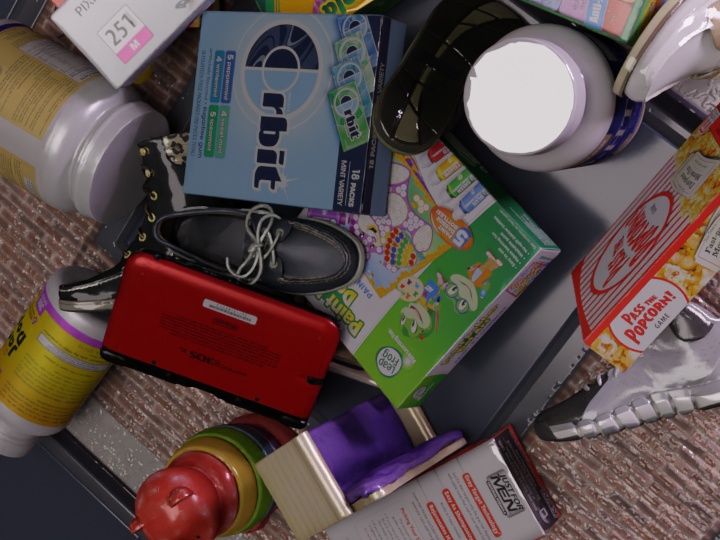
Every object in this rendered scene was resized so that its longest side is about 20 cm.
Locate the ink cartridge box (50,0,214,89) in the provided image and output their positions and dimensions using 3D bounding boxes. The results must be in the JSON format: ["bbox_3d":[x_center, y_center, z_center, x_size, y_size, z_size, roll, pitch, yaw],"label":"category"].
[{"bbox_3d":[-0.210,-0.297,1.237,0.200,0.044,0.174,-42,94,13],"label":"ink cartridge box"}]

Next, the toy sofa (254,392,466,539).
[{"bbox_3d":[0.006,0.162,1.213,0.098,0.200,0.083,-35,82,29],"label":"toy sofa"}]

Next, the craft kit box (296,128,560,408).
[{"bbox_3d":[0.042,-0.017,1.189,0.200,0.048,0.198,49,116,23],"label":"craft kit box"}]

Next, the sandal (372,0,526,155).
[{"bbox_3d":[0.070,-0.171,1.170,0.080,0.201,0.057,38,152,5],"label":"sandal"}]

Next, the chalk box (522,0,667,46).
[{"bbox_3d":[0.196,-0.256,1.081,0.124,0.200,0.125,27,106,18],"label":"chalk box"}]

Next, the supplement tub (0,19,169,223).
[{"bbox_3d":[-0.305,-0.146,1.338,0.200,0.145,0.146,30,107,17],"label":"supplement tub"}]

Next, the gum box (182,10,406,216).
[{"bbox_3d":[-0.062,-0.143,1.207,0.200,0.045,0.170,8,92,33],"label":"gum box"}]

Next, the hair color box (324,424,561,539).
[{"bbox_3d":[0.075,0.236,1.267,0.200,0.061,0.102,-31,84,24],"label":"hair color box"}]

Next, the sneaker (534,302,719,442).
[{"bbox_3d":[0.239,0.077,1.179,0.200,0.075,0.116,-16,85,14],"label":"sneaker"}]

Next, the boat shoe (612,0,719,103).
[{"bbox_3d":[0.279,-0.189,1.068,0.068,0.200,0.075,40,153,16],"label":"boat shoe"}]

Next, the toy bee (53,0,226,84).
[{"bbox_3d":[-0.237,-0.245,1.319,0.200,0.109,0.131,-20,90,24],"label":"toy bee"}]

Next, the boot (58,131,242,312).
[{"bbox_3d":[-0.205,-0.049,1.304,0.203,0.073,0.154,-14,100,-9],"label":"boot"}]

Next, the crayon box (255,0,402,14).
[{"bbox_3d":[-0.007,-0.294,1.240,0.200,0.058,0.119,-28,84,24],"label":"crayon box"}]

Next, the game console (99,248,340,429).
[{"bbox_3d":[-0.127,0.061,1.255,0.200,0.119,0.173,20,117,-3],"label":"game console"}]

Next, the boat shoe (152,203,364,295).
[{"bbox_3d":[-0.094,-0.023,1.208,0.200,0.062,0.075,15,93,25],"label":"boat shoe"}]

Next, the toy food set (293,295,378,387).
[{"bbox_3d":[0.000,0.000,1.267,0.143,0.060,0.200,16,98,20],"label":"toy food set"}]

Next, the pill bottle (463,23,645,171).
[{"bbox_3d":[0.158,-0.141,1.111,0.119,0.200,0.120,3,98,23],"label":"pill bottle"}]

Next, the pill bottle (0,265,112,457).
[{"bbox_3d":[-0.322,0.099,1.397,0.104,0.104,0.200,43,110,13],"label":"pill bottle"}]

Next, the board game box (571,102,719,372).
[{"bbox_3d":[0.257,-0.030,1.107,0.046,0.152,0.200,35,110,-9],"label":"board game box"}]

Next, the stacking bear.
[{"bbox_3d":[-0.139,0.209,1.279,0.121,0.200,0.114,-29,84,23],"label":"stacking bear"}]
